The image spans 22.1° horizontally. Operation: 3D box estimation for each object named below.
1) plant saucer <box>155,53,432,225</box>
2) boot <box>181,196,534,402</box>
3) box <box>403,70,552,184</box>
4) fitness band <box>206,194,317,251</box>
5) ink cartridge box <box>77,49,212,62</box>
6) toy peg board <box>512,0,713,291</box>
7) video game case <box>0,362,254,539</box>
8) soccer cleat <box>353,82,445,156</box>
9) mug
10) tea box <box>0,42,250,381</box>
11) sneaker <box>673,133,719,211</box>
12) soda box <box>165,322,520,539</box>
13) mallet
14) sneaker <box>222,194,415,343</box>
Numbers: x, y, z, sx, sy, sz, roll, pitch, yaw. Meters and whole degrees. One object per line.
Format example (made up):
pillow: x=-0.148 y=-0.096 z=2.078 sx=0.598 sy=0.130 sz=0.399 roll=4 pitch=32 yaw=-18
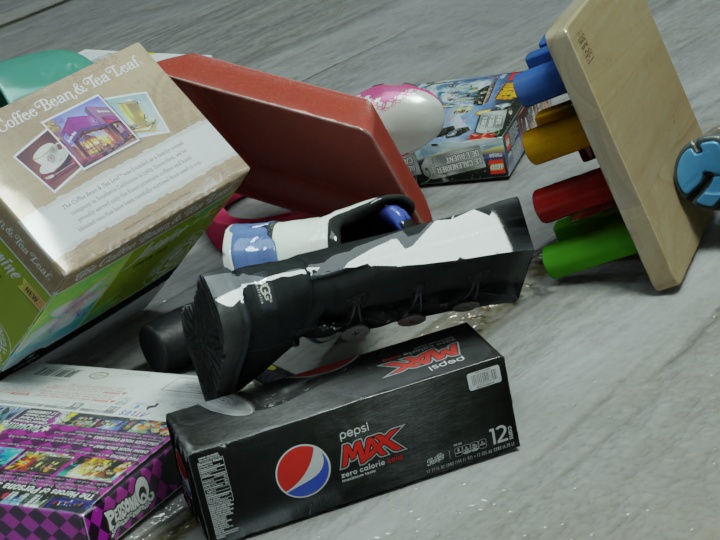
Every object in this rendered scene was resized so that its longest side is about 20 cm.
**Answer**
plant saucer: x=-0.044 y=-0.095 z=1.403 sx=0.200 sy=0.200 sz=0.037 roll=18 pitch=72 yaw=25
boot: x=-0.004 y=0.019 z=1.141 sx=0.199 sy=0.066 sz=0.165 roll=-16 pitch=-10 yaw=-16
box: x=0.089 y=-0.130 z=1.675 sx=0.136 sy=0.040 sz=0.200 roll=-5 pitch=21 yaw=20
fitness band: x=-0.068 y=-0.062 z=1.595 sx=0.143 sy=0.038 sz=0.200 roll=-18 pitch=20 yaw=-7
ink cartridge box: x=-0.260 y=-0.165 z=1.896 sx=0.200 sy=0.084 sz=0.145 roll=7 pitch=28 yaw=42
toy peg board: x=0.171 y=-0.100 z=1.356 sx=0.098 sy=0.200 sz=0.200 roll=-19 pitch=15 yaw=27
video game case: x=-0.194 y=0.116 z=1.190 sx=0.199 sy=0.036 sz=0.181 roll=2 pitch=24 yaw=33
soccer cleat: x=-0.026 y=-0.101 z=1.542 sx=0.199 sy=0.070 sz=0.086 roll=-8 pitch=38 yaw=23
mug: x=-0.278 y=-0.113 z=1.712 sx=0.114 sy=0.186 sz=0.152 roll=-20 pitch=-3 yaw=-27
tea box: x=-0.221 y=-0.031 z=1.329 sx=0.200 sy=0.134 sz=0.197 roll=-35 pitch=-10 yaw=-45
sneaker: x=0.331 y=-0.072 z=1.323 sx=0.199 sy=0.073 sz=0.082 roll=11 pitch=15 yaw=18
soda box: x=-0.010 y=0.096 z=1.105 sx=0.199 sy=0.064 sz=0.071 roll=-16 pitch=21 yaw=-13
mallet: x=-0.086 y=0.068 z=1.265 sx=0.066 sy=0.041 sz=0.200 roll=-20 pitch=26 yaw=-25
sneaker: x=0.000 y=0.000 z=1.244 sx=0.115 sy=0.081 sz=0.199 roll=-10 pitch=-8 yaw=21
